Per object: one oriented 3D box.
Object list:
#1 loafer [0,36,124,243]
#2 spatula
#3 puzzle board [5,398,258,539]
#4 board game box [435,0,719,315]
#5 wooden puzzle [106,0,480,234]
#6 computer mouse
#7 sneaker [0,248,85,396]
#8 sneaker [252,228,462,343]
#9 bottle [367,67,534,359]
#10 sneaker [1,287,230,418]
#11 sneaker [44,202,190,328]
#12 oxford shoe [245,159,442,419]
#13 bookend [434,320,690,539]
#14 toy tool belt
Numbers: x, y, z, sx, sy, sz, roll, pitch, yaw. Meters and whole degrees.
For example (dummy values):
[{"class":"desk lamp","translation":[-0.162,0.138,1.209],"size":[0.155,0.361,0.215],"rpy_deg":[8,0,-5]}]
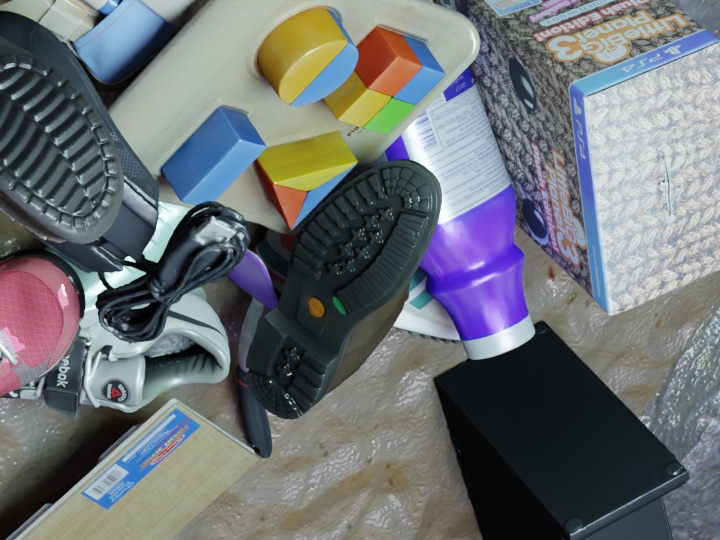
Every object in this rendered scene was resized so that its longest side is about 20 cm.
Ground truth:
[{"class":"loafer","translation":[-0.208,-0.089,1.475],"size":[0.200,0.071,0.073],"rpy_deg":[44,62,-1]},{"class":"spatula","translation":[-0.071,0.050,1.788],"size":[0.020,0.056,0.201],"rpy_deg":[-32,141,-30]},{"class":"puzzle board","translation":[-0.168,0.165,1.785],"size":[0.200,0.017,0.151],"rpy_deg":[-42,155,2]},{"class":"board game box","translation":[0.139,-0.099,1.717],"size":[0.096,0.200,0.160],"rpy_deg":[-22,126,-16]},{"class":"wooden puzzle","translation":[-0.040,-0.091,1.599],"size":[0.185,0.046,0.199],"rpy_deg":[-44,147,21]},{"class":"computer mouse","translation":[-0.162,-0.053,1.528],"size":[0.138,0.200,0.053],"rpy_deg":[-38,-179,45]},{"class":"sneaker","translation":[-0.241,0.063,1.627],"size":[0.200,0.087,0.074],"rpy_deg":[-35,99,25]},{"class":"sneaker","translation":[0.030,-0.016,1.789],"size":[0.199,0.070,0.094],"rpy_deg":[11,118,-30]},{"class":"bottle","translation":[0.055,-0.045,1.731],"size":[0.083,0.065,0.201],"rpy_deg":[-29,104,-35]},{"class":"sneaker","translation":[-0.173,0.050,1.708],"size":[0.199,0.089,0.075],"rpy_deg":[-9,124,-22]},{"class":"sneaker","translation":[-0.143,-0.054,1.667],"size":[0.200,0.074,0.119],"rpy_deg":[-36,136,-18]},{"class":"oxford shoe","translation":[0.000,0.000,1.700],"size":[0.084,0.073,0.200],"rpy_deg":[-29,160,-49]},{"class":"bookend","translation":[0.153,0.175,1.890],"size":[0.092,0.200,0.200],"rpy_deg":[-27,127,-12]},{"class":"toy tool belt","translation":[-0.157,-0.175,1.573],"size":[0.200,0.125,0.123],"rpy_deg":[-39,112,17]}]
